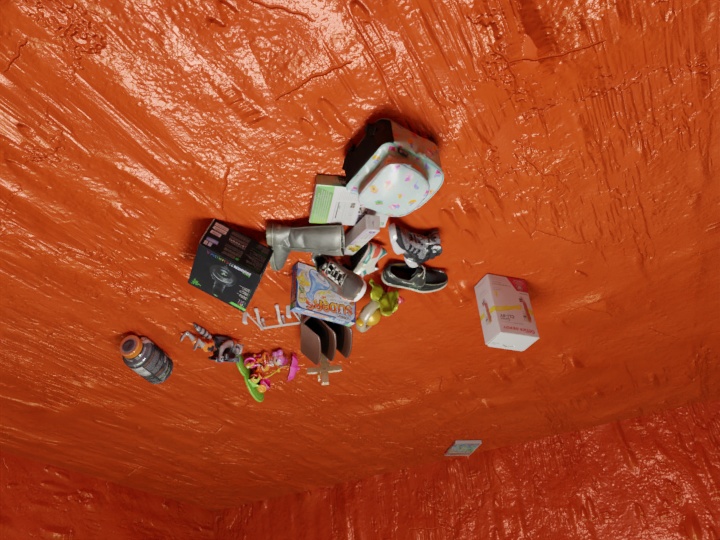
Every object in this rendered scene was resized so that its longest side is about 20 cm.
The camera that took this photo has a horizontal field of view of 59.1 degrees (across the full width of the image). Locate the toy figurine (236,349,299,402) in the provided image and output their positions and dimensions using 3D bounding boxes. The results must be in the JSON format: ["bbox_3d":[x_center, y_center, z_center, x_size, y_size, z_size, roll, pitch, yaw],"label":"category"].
[{"bbox_3d":[-0.308,0.332,2.204,0.182,0.151,0.202,-25,120,5],"label":"toy figurine"}]

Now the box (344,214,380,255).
[{"bbox_3d":[-0.004,-0.087,1.605,0.038,0.042,0.200,5,161,-20],"label":"box"}]

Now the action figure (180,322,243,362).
[{"bbox_3d":[-0.453,0.239,2.035,0.192,0.107,0.198,20,165,-40],"label":"action figure"}]

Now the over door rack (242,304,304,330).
[{"bbox_3d":[-0.256,0.130,1.908,0.145,0.068,0.200,-9,168,6],"label":"over door rack"}]

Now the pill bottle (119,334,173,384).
[{"bbox_3d":[-0.698,0.283,2.059,0.104,0.108,0.201,-11,146,9],"label":"pill bottle"}]

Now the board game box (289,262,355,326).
[{"bbox_3d":[-0.102,0.069,1.789,0.198,0.138,0.034,17,150,-31],"label":"board game box"}]

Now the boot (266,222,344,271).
[{"bbox_3d":[-0.138,-0.059,1.639,0.196,0.074,0.183,-1,147,-2],"label":"boot"}]

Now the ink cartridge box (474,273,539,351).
[{"bbox_3d":[0.433,0.124,1.887,0.143,0.203,0.084,9,145,-22],"label":"ink cartridge box"}]

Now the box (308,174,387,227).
[{"bbox_3d":[-0.020,-0.166,1.539,0.196,0.037,0.145,2,146,-13],"label":"box"}]

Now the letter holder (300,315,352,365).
[{"bbox_3d":[-0.106,0.221,1.987,0.100,0.142,0.201,-41,159,-27],"label":"letter holder"}]

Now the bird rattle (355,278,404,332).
[{"bbox_3d":[0.041,0.105,1.828,0.163,0.112,0.200,-48,173,-6],"label":"bird rattle"}]

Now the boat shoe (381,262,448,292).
[{"bbox_3d":[0.161,0.016,1.804,0.196,0.073,0.068,6,149,-14],"label":"boat shoe"}]

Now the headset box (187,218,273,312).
[{"bbox_3d":[-0.338,-0.005,1.634,0.172,0.094,0.201,28,140,-7],"label":"headset box"}]

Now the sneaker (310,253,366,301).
[{"bbox_3d":[-0.068,0.013,1.666,0.078,0.199,0.082,-56,139,1],"label":"sneaker"}]

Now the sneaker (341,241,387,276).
[{"bbox_3d":[0.000,-0.001,1.744,0.092,0.071,0.201,12,132,-31],"label":"sneaker"}]

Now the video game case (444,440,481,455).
[{"bbox_3d":[0.525,0.914,3.266,0.140,0.018,0.201,2,146,-11],"label":"video game case"}]

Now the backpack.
[{"bbox_3d":[0.082,-0.211,1.382,0.198,0.155,0.176,11,139,-35],"label":"backpack"}]

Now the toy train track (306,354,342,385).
[{"bbox_3d":[-0.119,0.301,2.079,0.112,0.202,0.033,-4,130,-3],"label":"toy train track"}]

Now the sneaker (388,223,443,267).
[{"bbox_3d":[0.149,-0.080,1.660,0.112,0.077,0.200,-18,151,18],"label":"sneaker"}]
